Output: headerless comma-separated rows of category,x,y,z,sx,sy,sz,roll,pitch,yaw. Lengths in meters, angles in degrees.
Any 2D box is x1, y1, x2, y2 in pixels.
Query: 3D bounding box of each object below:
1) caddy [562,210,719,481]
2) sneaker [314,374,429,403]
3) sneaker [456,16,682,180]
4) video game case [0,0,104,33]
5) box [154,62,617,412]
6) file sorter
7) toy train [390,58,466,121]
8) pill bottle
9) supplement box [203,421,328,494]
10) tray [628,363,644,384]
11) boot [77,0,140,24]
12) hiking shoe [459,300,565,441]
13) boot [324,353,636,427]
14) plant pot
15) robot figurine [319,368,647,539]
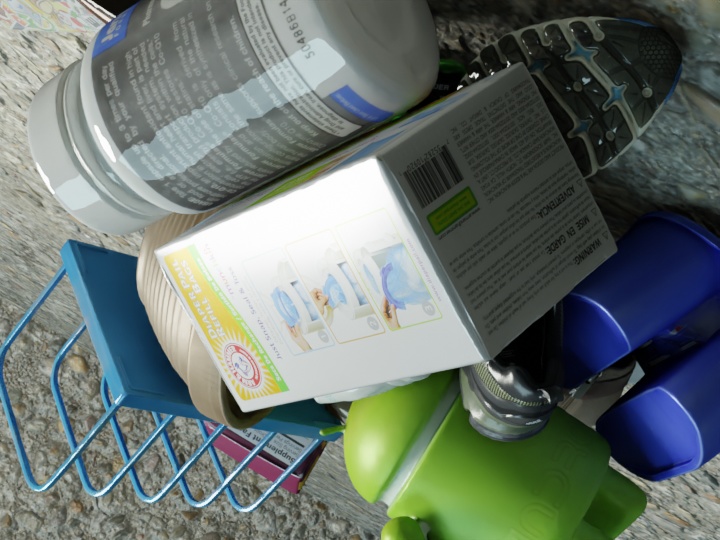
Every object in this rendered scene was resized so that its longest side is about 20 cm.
caddy,0.190,0.044,0.805,0.142,0.105,0.200,52,166,8
sneaker,0.000,0.000,0.848,0.088,0.201,0.075,-28,124,28
sneaker,0.089,-0.082,0.680,0.200,0.090,0.079,-26,95,52
video game case,-0.274,-0.240,0.930,0.182,0.023,0.200,13,156,47
box,0.006,-0.010,0.655,0.200,0.112,0.102,-18,103,50
file sorter,-0.140,0.087,0.949,0.199,0.123,0.139,17,-145,-45
toy train,-0.026,-0.105,0.774,0.199,0.042,0.056,8,163,15
pill bottle,-0.070,-0.097,0.675,0.199,0.114,0.114,-24,131,30
supplement box,-0.047,0.080,1.156,0.103,0.201,0.131,30,165,4
tray,0.142,0.022,0.968,0.200,0.022,0.107,38,164,-22
boot,-0.143,-0.111,0.890,0.186,0.064,0.200,31,143,-8
hiking shoe,0.082,-0.007,0.773,0.101,0.075,0.201,123,132,-65
boot,0.091,0.074,0.944,0.199,0.071,0.146,11,141,-22
plant pot,-0.079,-0.007,0.847,0.092,0.202,0.201,20,162,15
robot figurine,0.077,0.124,0.836,0.199,0.176,0.116,31,148,5
